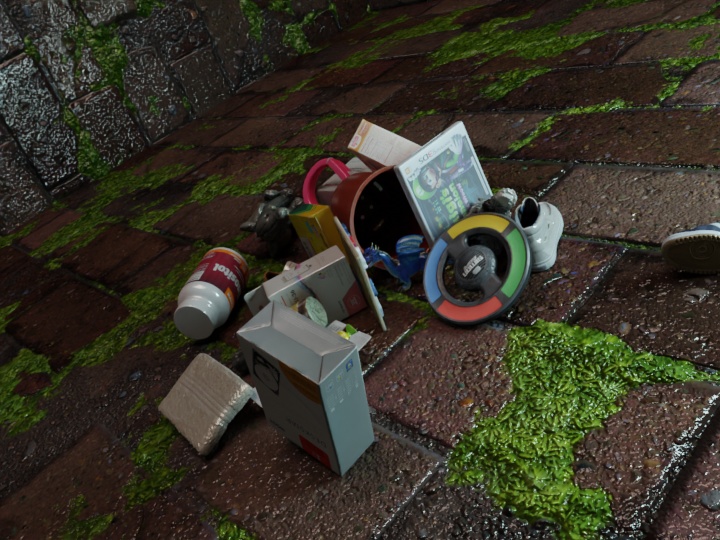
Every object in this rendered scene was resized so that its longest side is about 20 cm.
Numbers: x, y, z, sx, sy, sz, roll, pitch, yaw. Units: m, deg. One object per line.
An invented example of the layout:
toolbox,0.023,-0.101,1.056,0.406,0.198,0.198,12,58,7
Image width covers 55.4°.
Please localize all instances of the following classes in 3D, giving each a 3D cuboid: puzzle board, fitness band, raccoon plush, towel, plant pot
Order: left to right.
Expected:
towel,-0.264,0.221,1.163,0.133,0.034,0.199,-54,36,-11
fitness band,-0.064,-0.169,1.574,0.037,0.145,0.200,2,39,-45
puzzle board,0.000,0.000,1.245,0.017,0.152,0.200,-23,28,-3
plant pot,0.037,-0.117,1.395,0.199,0.203,0.195,-31,20,-14
raccoon plush,0.256,-0.107,1.246,0.134,0.097,0.200,-52,8,-34

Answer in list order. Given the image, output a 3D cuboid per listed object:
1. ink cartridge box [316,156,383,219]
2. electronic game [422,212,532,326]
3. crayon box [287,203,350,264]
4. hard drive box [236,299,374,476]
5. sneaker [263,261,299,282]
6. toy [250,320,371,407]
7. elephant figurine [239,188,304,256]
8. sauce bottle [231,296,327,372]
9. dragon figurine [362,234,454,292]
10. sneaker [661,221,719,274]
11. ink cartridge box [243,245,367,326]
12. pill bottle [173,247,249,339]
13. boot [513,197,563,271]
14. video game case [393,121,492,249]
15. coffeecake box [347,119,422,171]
ink cartridge box,0.010,-0.213,1.670,0.145,0.084,0.200,7,41,44
electronic game,0.190,-0.004,1.141,0.198,0.041,0.203,-18,57,30
crayon box,-0.077,-0.068,1.405,0.050,0.128,0.200,-30,17,-14
hard drive box,-0.071,0.161,0.937,0.155,0.202,0.077,25,52,34
sneaker,-0.108,0.023,1.362,0.197,0.086,0.073,-8,30,23
toy,-0.076,0.169,1.125,0.200,0.048,0.115,-43,31,-20
elephant figurine,-0.210,-0.108,1.598,0.139,0.157,0.200,7,26,9
sauce bottle,-0.148,0.118,1.209,0.199,0.065,0.065,-32,23,26
dragon figurine,0.098,-0.026,1.268,0.197,0.100,0.059,-18,29,6
sneaker,0.545,-0.058,1.010,0.197,0.071,0.109,-4,38,20
ink cartridge box,-0.102,0.056,1.266,0.198,0.118,0.068,-28,27,-6
pill bottle,-0.314,0.049,1.444,0.111,0.114,0.201,-12,31,20
boot,0.315,-0.092,1.219,0.073,0.096,0.201,-11,31,22
video game case,0.171,-0.155,1.327,0.181,0.202,0.023,-37,23,-25
coffeecake box,0.092,-0.230,1.481,0.199,0.153,0.074,31,91,27
